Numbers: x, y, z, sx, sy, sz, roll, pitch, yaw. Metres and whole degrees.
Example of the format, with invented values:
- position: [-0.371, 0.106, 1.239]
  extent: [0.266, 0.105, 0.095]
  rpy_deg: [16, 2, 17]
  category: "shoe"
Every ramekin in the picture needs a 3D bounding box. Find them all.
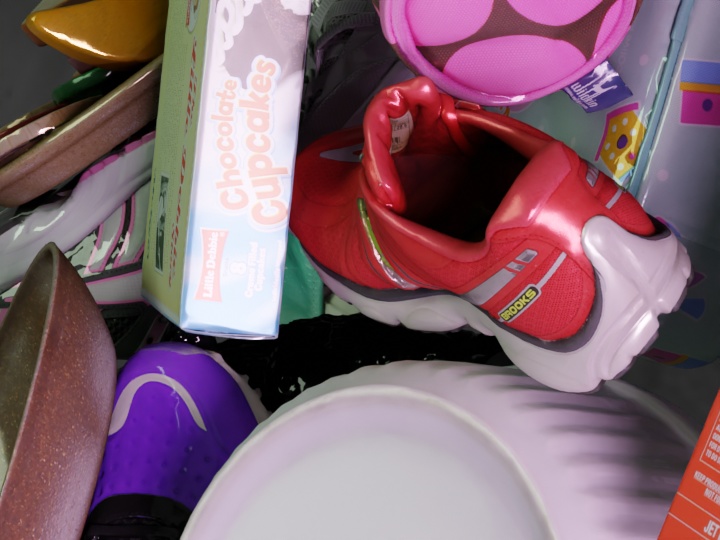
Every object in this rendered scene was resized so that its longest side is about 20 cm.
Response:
- position: [0.028, 0.121, 0.807]
  extent: [0.200, 0.105, 0.201]
  rpy_deg: [-11, 72, 35]
  category: "ramekin"

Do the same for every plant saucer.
- position: [-0.127, 0.090, 0.922]
  extent: [0.200, 0.037, 0.201]
  rpy_deg: [-160, 90, -77]
  category: "plant saucer"

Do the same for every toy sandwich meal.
- position: [-0.097, -0.106, 1.064]
  extent: [0.205, 0.070, 0.205]
  rpy_deg: [-35, 10, 7]
  category: "toy sandwich meal"

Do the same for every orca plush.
- position: [-0.042, 0.049, 0.941]
  extent: [0.199, 0.071, 0.105]
  rpy_deg: [-13, 43, 34]
  category: "orca plush"

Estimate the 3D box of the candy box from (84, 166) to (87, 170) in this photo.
- position: [-0.130, 0.012, 1.195]
  extent: [0.200, 0.055, 0.116]
  rpy_deg: [-56, 8, 38]
  category: "candy box"

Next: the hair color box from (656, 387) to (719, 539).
- position: [0.168, 0.010, 0.701]
  extent: [0.061, 0.101, 0.201]
  rpy_deg: [34, 103, 60]
  category: "hair color box"

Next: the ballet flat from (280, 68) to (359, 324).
- position: [0.000, 0.000, 1.036]
  extent: [0.070, 0.067, 0.201]
  rpy_deg: [-21, 57, 37]
  category: "ballet flat"

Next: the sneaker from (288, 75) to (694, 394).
- position: [0.027, -0.028, 0.804]
  extent: [0.077, 0.085, 0.200]
  rpy_deg: [-50, 28, -12]
  category: "sneaker"

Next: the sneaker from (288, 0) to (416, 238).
- position: [0.002, -0.077, 0.989]
  extent: [0.200, 0.082, 0.075]
  rpy_deg: [-61, -23, -47]
  category: "sneaker"

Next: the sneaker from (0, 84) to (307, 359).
- position: [-0.086, -0.011, 1.055]
  extent: [0.200, 0.086, 0.080]
  rpy_deg: [-31, 12, 26]
  category: "sneaker"

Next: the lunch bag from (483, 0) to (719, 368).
- position: [0.092, -0.069, 0.899]
  extent: [0.160, 0.077, 0.201]
  rpy_deg: [19, 91, 61]
  category: "lunch bag"

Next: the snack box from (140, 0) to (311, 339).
- position: [-0.044, -0.082, 0.888]
  extent: [0.116, 0.037, 0.201]
  rpy_deg: [-155, 71, -78]
  category: "snack box"

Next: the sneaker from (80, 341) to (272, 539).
- position: [-0.073, 0.125, 0.883]
  extent: [0.069, 0.099, 0.201]
  rpy_deg: [0, 90, 27]
  category: "sneaker"

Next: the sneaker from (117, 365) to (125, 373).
- position: [-0.127, 0.080, 1.104]
  extent: [0.200, 0.082, 0.077]
  rpy_deg: [-41, -49, -76]
  category: "sneaker"

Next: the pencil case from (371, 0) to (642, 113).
- position: [0.036, -0.137, 0.867]
  extent: [0.093, 0.091, 0.200]
  rpy_deg: [-28, 39, 7]
  category: "pencil case"
